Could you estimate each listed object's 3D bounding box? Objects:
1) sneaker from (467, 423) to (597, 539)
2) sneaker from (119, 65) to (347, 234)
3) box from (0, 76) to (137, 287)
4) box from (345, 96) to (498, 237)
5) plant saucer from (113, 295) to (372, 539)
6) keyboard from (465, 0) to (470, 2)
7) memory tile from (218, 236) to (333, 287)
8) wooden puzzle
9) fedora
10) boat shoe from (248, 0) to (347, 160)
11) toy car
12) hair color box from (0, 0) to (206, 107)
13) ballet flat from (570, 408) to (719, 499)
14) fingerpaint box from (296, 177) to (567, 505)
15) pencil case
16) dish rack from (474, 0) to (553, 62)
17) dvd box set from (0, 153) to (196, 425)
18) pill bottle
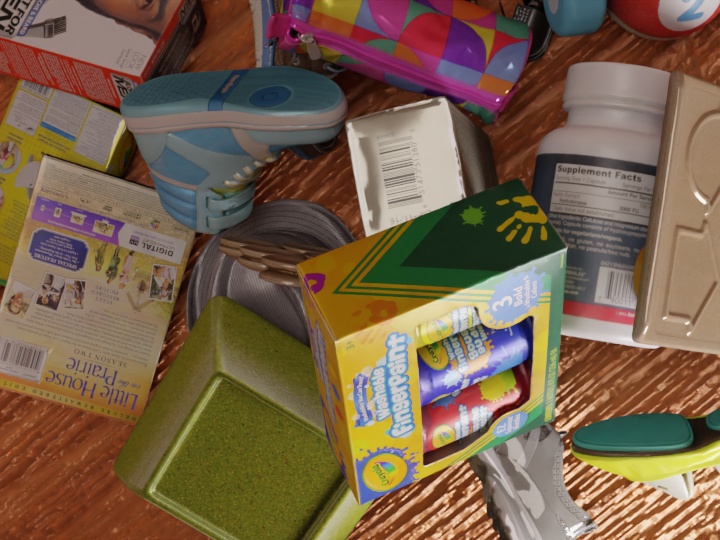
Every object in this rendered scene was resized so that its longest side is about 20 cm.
[{"bbox_3d":[0.122,0.133,1.014,0.081,0.075,0.203,-20,84,-10],"label":"sneaker"},{"bbox_3d":[-0.089,-0.089,1.013,0.197,0.080,0.132,5,125,29],"label":"sneaker"},{"bbox_3d":[-0.283,-0.061,1.130,0.116,0.048,0.202,25,92,14],"label":"box"},{"bbox_3d":[0.056,-0.065,0.961,0.076,0.200,0.097,-12,84,13],"label":"box"},{"bbox_3d":[-0.080,0.152,1.004,0.198,0.048,0.201,31,115,-6],"label":"plant saucer"},{"bbox_3d":[0.004,-0.247,1.022,0.198,0.040,0.105,24,130,16],"label":"keyboard"},{"bbox_3d":[0.000,0.000,0.960,0.197,0.153,0.017,6,96,-26],"label":"memory tile"},{"bbox_3d":[0.260,-0.034,0.925,0.046,0.198,0.189,9,90,48],"label":"wooden puzzle"},{"bbox_3d":[-0.075,0.039,1.047,0.174,0.090,0.203,-14,84,14],"label":"fedora"},{"bbox_3d":[-0.042,-0.183,1.020,0.071,0.072,0.203,4,122,29],"label":"boat shoe"},{"bbox_3d":[0.233,-0.272,0.897,0.181,0.200,0.180,-9,85,-8],"label":"toy car"},{"bbox_3d":[-0.247,-0.217,1.098,0.197,0.064,0.112,17,64,14],"label":"hair color box"},{"bbox_3d":[0.263,0.139,0.973,0.197,0.067,0.068,-14,105,12],"label":"ballet flat"},{"bbox_3d":[0.052,0.056,0.876,0.165,0.202,0.074,-21,51,-12],"label":"fingerpaint box"},{"bbox_3d":[0.028,-0.175,0.951,0.197,0.088,0.090,15,92,-10],"label":"pencil case"},{"bbox_3d":[0.079,-0.274,1.041,0.197,0.054,0.156,20,92,17],"label":"dish rack"},{"bbox_3d":[-0.230,0.018,1.090,0.144,0.029,0.203,16,94,-11],"label":"dvd box set"},{"bbox_3d":[0.188,-0.049,0.968,0.118,0.119,0.204,9,89,15],"label":"pill bottle"}]
